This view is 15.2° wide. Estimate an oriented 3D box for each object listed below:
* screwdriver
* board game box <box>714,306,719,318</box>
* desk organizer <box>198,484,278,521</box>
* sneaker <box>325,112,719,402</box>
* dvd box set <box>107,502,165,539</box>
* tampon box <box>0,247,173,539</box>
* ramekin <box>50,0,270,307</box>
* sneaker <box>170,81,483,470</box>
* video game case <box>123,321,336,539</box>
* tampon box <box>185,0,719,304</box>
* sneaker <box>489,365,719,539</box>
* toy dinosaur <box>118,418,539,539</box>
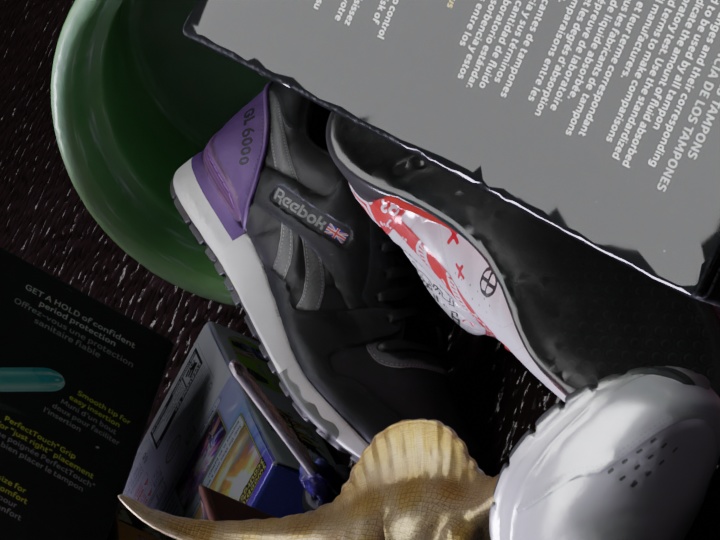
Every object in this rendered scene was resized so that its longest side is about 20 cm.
[{"bbox_3d":[-0.023,0.069,1.055,0.028,0.200,0.029,-16,59,8],"label":"screwdriver"},{"bbox_3d":[0.145,-0.055,0.934,0.158,0.039,0.200,-64,20,3],"label":"board game box"},{"bbox_3d":[-0.030,0.167,1.066,0.072,0.077,0.200,-60,21,13],"label":"desk organizer"},{"bbox_3d":[0.076,0.008,1.006,0.067,0.108,0.201,-46,57,-3],"label":"sneaker"},{"bbox_3d":[-0.124,0.189,1.159,0.147,0.029,0.200,-62,10,6],"label":"dvd box set"},{"bbox_3d":[-0.194,0.097,1.220,0.126,0.150,0.200,-52,13,35],"label":"tampon box"},{"bbox_3d":[-0.033,-0.091,1.204,0.200,0.200,0.098,-54,15,27],"label":"ramekin"},{"bbox_3d":[0.000,0.000,1.098,0.088,0.076,0.200,-46,60,19],"label":"sneaker"},{"bbox_3d":[-0.084,0.146,1.267,0.200,0.045,0.181,-61,19,11],"label":"video game case"},{"bbox_3d":[0.082,-0.077,0.819,0.200,0.150,0.127,30,98,33],"label":"tampon box"},{"bbox_3d":[0.073,0.125,0.895,0.201,0.074,0.087,-66,31,18],"label":"sneaker"},{"bbox_3d":[0.011,0.107,1.005,0.199,0.058,0.102,-15,72,26],"label":"toy dinosaur"}]
